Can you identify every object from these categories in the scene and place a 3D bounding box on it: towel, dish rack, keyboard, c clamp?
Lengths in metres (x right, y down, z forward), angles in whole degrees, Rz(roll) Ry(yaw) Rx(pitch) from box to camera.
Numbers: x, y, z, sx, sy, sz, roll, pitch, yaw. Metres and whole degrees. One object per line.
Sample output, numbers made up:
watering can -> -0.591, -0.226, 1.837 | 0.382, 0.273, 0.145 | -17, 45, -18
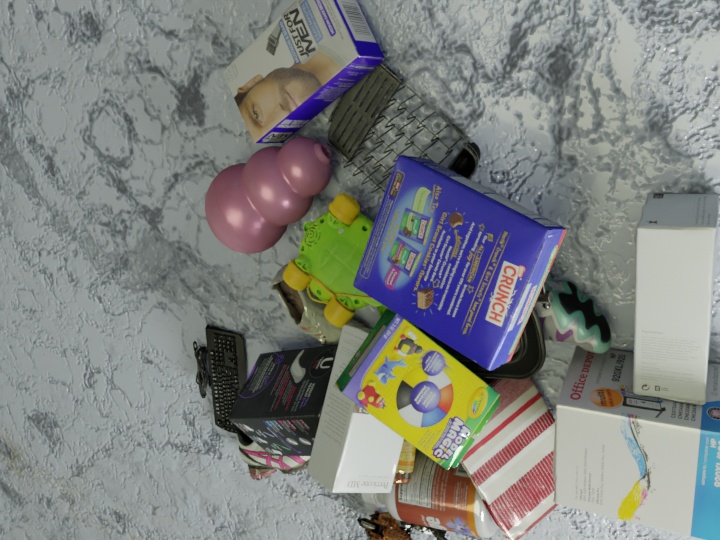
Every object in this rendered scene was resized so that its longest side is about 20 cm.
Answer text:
towel -> 0.205, 0.242, 0.992 | 0.202, 0.143, 0.023 | 59, 167, -13
dish rack -> 0.044, -0.153, 0.938 | 0.200, 0.054, 0.154 | 43, 125, 5
keyboard -> -0.241, 0.193, 1.263 | 0.102, 0.040, 0.204 | 11, 116, 23
c clamp -> 0.151, 0.055, 0.917 | 0.197, 0.027, 0.174 | -9, 107, 37

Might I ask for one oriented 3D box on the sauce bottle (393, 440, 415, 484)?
sauce bottle -> 0.053, 0.190, 1.037 | 0.065, 0.066, 0.205 | 4, 85, 27

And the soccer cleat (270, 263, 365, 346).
soccer cleat -> -0.056, 0.077, 1.083 | 0.200, 0.077, 0.069 | 48, 126, 1

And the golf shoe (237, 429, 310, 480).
golf shoe -> -0.130, 0.284, 1.224 | 0.197, 0.072, 0.093 | -22, 100, 34

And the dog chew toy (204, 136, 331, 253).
dog chew toy -> -0.119, -0.109, 1.013 | 0.198, 0.125, 0.126 | -31, 96, 27

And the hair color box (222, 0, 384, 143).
hair color box -> -0.076, -0.258, 0.937 | 0.198, 0.064, 0.111 | -31, 81, 37

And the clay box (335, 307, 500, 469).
clay box -> 0.080, 0.152, 0.907 | 0.199, 0.048, 0.116 | 37, 88, -14

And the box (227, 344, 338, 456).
box -> -0.078, 0.193, 1.091 | 0.197, 0.124, 0.106 | -11, 132, 42

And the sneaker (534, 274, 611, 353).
sneaker -> 0.207, 0.067, 0.943 | 0.199, 0.077, 0.141 | 40, 127, 19

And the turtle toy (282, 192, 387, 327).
turtle toy -> 0.000, 0.000, 1.000 | 0.199, 0.101, 0.147 | 41, 102, 9

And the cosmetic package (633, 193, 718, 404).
cosmetic package -> 0.347, 0.027, 0.820 | 0.080, 0.113, 0.204 | 5, 117, 25

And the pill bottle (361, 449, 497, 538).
pill bottle -> 0.103, 0.314, 1.085 | 0.196, 0.112, 0.115 | 2, 113, 28

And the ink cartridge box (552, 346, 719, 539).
ink cartridge box -> 0.338, 0.196, 0.879 | 0.196, 0.147, 0.148 | 6, 115, 25

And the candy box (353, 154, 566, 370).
candy box -> 0.108, -0.013, 0.846 | 0.198, 0.076, 0.172 | 32, 112, 28

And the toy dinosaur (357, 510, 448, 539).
toy dinosaur -> 0.056, 0.412, 1.133 | 0.133, 0.200, 0.104 | 22, 95, 0

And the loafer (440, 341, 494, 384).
loafer -> 0.143, 0.163, 1.018 | 0.201, 0.071, 0.073 | 50, 126, 0

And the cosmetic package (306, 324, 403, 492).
cosmetic package -> 0.009, 0.180, 0.966 | 0.073, 0.100, 0.205 | 14, 92, 54
